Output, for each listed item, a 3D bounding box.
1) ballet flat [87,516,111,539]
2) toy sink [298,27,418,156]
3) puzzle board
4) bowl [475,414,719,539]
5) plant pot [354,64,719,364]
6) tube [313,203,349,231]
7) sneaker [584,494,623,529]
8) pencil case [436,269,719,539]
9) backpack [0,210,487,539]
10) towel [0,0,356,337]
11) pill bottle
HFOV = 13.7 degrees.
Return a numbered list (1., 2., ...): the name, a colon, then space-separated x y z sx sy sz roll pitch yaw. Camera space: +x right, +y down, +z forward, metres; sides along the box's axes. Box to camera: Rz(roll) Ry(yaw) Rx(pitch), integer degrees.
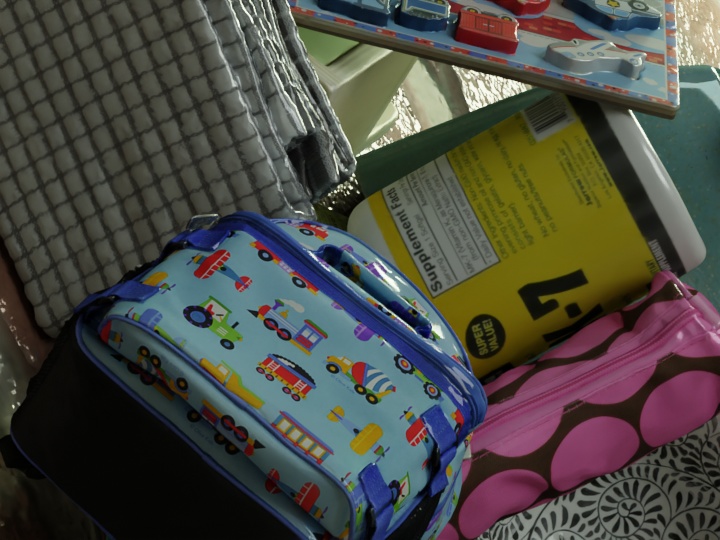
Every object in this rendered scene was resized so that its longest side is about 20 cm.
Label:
1. ballet flat: -0.101 0.111 1.398 0.200 0.067 0.064 -98 -177 -51
2. toy sink: -0.044 -0.125 1.567 0.130 0.112 0.200 39 30 8
3. puzzle board: 0.065 -0.142 1.519 0.199 0.017 0.151 14 33 -4
4. bowl: 0.138 0.164 1.534 0.094 0.200 0.202 99 -22 -68
5. plant pot: 0.137 -0.019 1.662 0.197 0.199 0.196 64 10 2
6. tube: 0.000 0.000 1.646 0.200 0.052 0.058 25 83 -53
7. sneaker: 0.119 0.195 1.654 0.201 0.083 0.081 67 -8 -28
8. pencil case: 0.092 0.071 1.461 0.091 0.199 0.094 57 -8 31
9. backpack: -0.028 0.056 1.325 0.182 0.135 0.200 41 40 12
10. towel: -0.107 -0.089 1.438 0.085 0.165 0.201 -18 82 -63
11. pill bottle: 0.064 -0.006 1.523 0.115 0.199 0.114 60 5 -8
